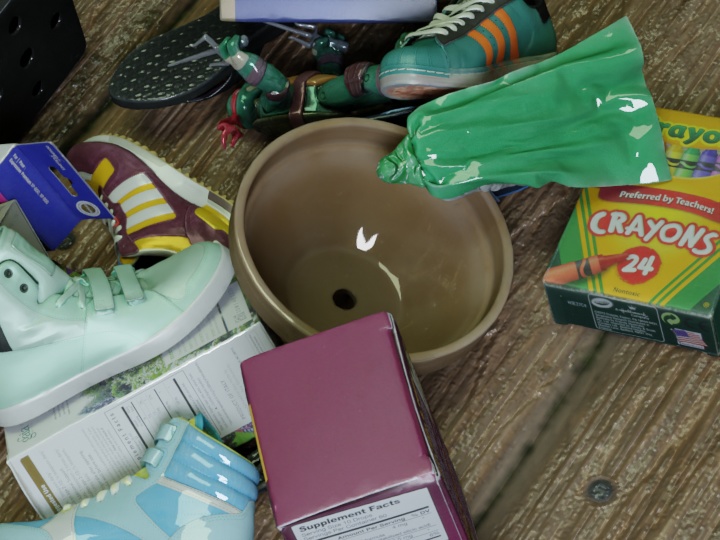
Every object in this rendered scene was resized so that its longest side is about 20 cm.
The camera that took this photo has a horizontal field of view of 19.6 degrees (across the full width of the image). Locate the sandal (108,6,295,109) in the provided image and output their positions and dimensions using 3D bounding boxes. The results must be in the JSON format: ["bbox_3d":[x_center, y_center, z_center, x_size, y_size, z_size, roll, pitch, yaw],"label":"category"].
[{"bbox_3d":[-0.113,-0.174,1.692,0.200,0.048,0.075,-34,49,-26],"label":"sandal"}]

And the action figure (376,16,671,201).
[{"bbox_3d":[0.106,-0.095,1.453,0.199,0.055,0.119,-14,83,-9],"label":"action figure"}]

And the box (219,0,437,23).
[{"bbox_3d":[-0.006,-0.211,1.625,0.198,0.033,0.121,-1,11,2],"label":"box"}]

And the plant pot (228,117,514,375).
[{"bbox_3d":[0.000,0.000,1.462,0.199,0.093,0.202,9,55,-12],"label":"plant pot"}]

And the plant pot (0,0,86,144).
[{"bbox_3d":[-0.342,-0.204,1.699,0.177,0.200,0.200,25,64,20],"label":"plant pot"}]

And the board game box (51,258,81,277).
[{"bbox_3d":[-0.299,0.024,1.607,0.199,0.032,0.120,27,70,32],"label":"board game box"}]

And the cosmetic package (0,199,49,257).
[{"bbox_3d":[-0.332,0.027,1.521,0.199,0.073,0.104,-17,29,19],"label":"cosmetic package"}]

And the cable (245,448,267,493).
[{"bbox_3d":[-0.070,0.131,1.434,0.199,0.050,0.097,-20,47,3],"label":"cable"}]

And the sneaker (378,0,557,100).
[{"bbox_3d":[0.076,-0.170,1.530,0.071,0.081,0.199,-5,6,36],"label":"sneaker"}]

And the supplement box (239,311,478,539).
[{"bbox_3d":[0.010,0.144,1.300,0.103,0.200,0.131,-18,49,4],"label":"supplement box"}]

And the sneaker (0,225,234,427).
[{"bbox_3d":[-0.187,0.009,1.415,0.200,0.119,0.074,-31,25,-8],"label":"sneaker"}]

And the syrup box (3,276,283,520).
[{"bbox_3d":[-0.145,0.095,1.449,0.199,0.082,0.079,-29,28,0],"label":"syrup box"}]

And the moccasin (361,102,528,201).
[{"bbox_3d":[0.056,-0.085,1.536,0.199,0.068,0.081,-10,76,11],"label":"moccasin"}]

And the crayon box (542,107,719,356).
[{"bbox_3d":[0.222,-0.045,1.473,0.126,0.051,0.201,11,57,26],"label":"crayon box"}]

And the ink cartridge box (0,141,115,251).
[{"bbox_3d":[-0.290,-0.052,1.562,0.199,0.095,0.037,-4,53,28],"label":"ink cartridge box"}]

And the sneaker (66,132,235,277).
[{"bbox_3d":[-0.168,-0.035,1.578,0.199,0.075,0.090,26,60,33],"label":"sneaker"}]

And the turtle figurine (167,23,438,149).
[{"bbox_3d":[-0.038,-0.146,1.610,0.199,0.101,0.150,-2,13,23],"label":"turtle figurine"}]

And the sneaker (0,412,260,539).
[{"bbox_3d":[-0.154,0.157,1.394,0.199,0.080,0.131,3,66,18],"label":"sneaker"}]
